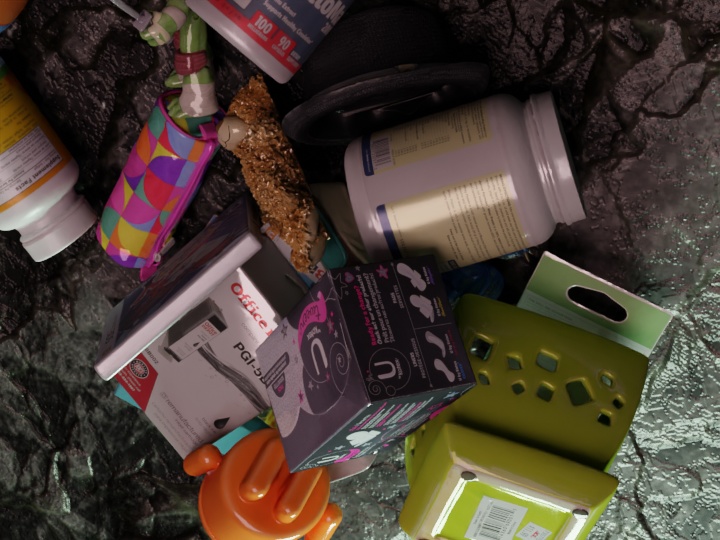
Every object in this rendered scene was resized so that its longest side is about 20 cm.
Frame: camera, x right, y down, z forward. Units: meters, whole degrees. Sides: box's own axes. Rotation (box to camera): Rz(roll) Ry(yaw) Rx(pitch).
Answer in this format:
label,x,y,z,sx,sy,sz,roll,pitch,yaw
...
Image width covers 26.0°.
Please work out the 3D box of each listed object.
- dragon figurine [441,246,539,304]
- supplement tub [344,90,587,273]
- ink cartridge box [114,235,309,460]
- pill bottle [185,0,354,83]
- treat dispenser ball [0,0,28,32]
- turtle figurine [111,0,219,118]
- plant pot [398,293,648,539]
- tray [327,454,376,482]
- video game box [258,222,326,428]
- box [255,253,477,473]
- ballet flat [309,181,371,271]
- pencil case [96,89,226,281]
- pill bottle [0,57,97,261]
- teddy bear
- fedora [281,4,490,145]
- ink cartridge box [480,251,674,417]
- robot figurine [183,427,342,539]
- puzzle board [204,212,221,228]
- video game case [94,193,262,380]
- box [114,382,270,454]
label,x,y,z,sx,sy,sz,roll,pitch,yaw
dragon figurine,0.103,0.014,1.546,0.099,0.059,0.201,32,100,19
supplement tub,0.098,-0.079,1.451,0.199,0.145,0.146,-16,114,10
ink cartridge box,-0.141,0.079,1.598,0.200,0.083,0.147,-34,102,25
pill bottle,-0.050,-0.278,1.382,0.119,0.120,0.200,39,94,-6
treat dispenser ball,-0.401,-0.306,1.471,0.200,0.201,0.202,8,122,14
turtle figurine,-0.196,-0.248,1.475,0.144,0.199,0.195,32,138,41
plant pot,0.146,0.173,1.500,0.198,0.182,0.200,18,137,-2
tray,-0.024,0.180,1.644,0.022,0.108,0.200,43,147,-13
video game box,-0.078,0.061,1.647,0.182,0.047,0.200,39,117,-4
box,-0.003,0.086,1.425,0.200,0.114,0.133,-45,59,56
ballet flat,0.000,0.000,1.566,0.069,0.069,0.201,-29,82,30
pencil case,-0.202,-0.089,1.603,0.088,0.088,0.201,29,125,0
pill bottle,-0.364,-0.113,1.626,0.111,0.111,0.200,-24,109,29
teddy bear,-0.087,-0.089,1.506,0.066,0.145,0.201,-23,84,-1
fedora,0.016,-0.186,1.444,0.200,0.200,0.092,-20,78,27
ink cartridge box,0.213,0.076,1.579,0.145,0.048,0.201,26,124,3
robot figurine,-0.099,0.229,1.585,0.143,0.117,0.200,-5,163,-20
puzzle board,-0.111,0.047,1.691,0.200,0.017,0.151,36,124,-3
video game case,-0.179,0.011,1.545,0.200,0.182,0.023,-40,105,5
box,-0.164,0.146,1.728,0.199,0.082,0.049,28,123,1
